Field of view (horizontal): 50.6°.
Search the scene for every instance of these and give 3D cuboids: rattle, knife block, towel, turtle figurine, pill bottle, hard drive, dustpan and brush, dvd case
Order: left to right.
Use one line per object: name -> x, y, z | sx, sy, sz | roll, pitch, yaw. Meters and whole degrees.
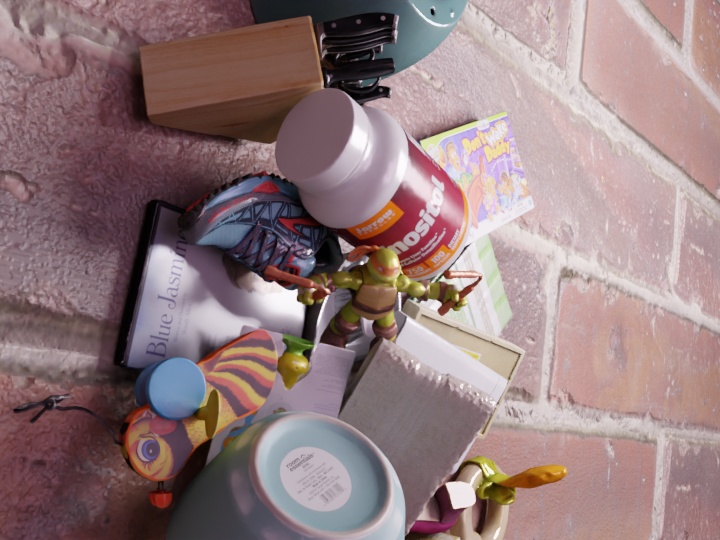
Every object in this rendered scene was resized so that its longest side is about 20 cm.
dvd case -> -0.126, 0.033, 0.712 | 0.198, 0.017, 0.146 | 20, 75, -45
knife block -> -0.066, -0.177, 0.659 | 0.198, 0.174, 0.065 | 1, 72, -47
dustpan and brush -> 0.000, 0.000, 0.818 | 0.138, 0.057, 0.205 | -6, 94, -47
turtle figurine -> 0.002, 0.026, 0.709 | 0.196, 0.162, 0.065 | 0, 54, -15
pill bottle -> 0.014, -0.076, 0.701 | 0.199, 0.111, 0.115 | 33, 66, -49
towel -> 0.031, 0.169, 0.748 | 0.131, 0.202, 0.035 | 27, 26, -7
hard drive -> 0.075, 0.144, 0.862 | 0.199, 0.027, 0.133 | 33, 89, -38
towel -> 0.129, 0.055, 0.989 | 0.200, 0.030, 0.152 | -42, 122, -42
rattle -> 0.179, 0.346, 0.960 | 0.131, 0.140, 0.203 | 61, 41, -51

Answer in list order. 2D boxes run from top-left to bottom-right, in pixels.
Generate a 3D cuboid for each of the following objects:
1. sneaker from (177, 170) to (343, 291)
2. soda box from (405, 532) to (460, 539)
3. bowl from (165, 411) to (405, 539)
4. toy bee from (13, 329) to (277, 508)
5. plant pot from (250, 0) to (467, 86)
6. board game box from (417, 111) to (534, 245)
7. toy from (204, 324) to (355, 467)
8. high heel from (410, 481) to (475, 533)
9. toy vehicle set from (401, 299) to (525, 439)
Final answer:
sneaker -> -0.075, -0.031, 0.689 | 0.199, 0.079, 0.097 | -7, 72, -56
soda box -> 0.036, 0.365, 0.852 | 0.198, 0.063, 0.069 | -16, 101, -46
bowl -> -0.042, 0.190, 0.593 | 0.199, 0.201, 0.106 | -15, 140, -46
toy bee -> -0.153, 0.126, 0.617 | 0.196, 0.131, 0.111 | -17, 90, -7
plant pot -> 0.014, -0.290, 0.765 | 0.198, 0.159, 0.205 | 1, 89, -48
board game box -> 0.137, -0.114, 0.968 | 0.199, 0.044, 0.137 | -27, 100, -45
toy -> -0.087, 0.157, 0.717 | 0.113, 0.047, 0.204 | 15, 96, -21
high heel -> 0.032, 0.277, 0.868 | 0.196, 0.096, 0.068 | 12, 49, -26
toy vehicle set -> 0.104, 0.123, 0.908 | 0.198, 0.026, 0.126 | 23, 94, -38
